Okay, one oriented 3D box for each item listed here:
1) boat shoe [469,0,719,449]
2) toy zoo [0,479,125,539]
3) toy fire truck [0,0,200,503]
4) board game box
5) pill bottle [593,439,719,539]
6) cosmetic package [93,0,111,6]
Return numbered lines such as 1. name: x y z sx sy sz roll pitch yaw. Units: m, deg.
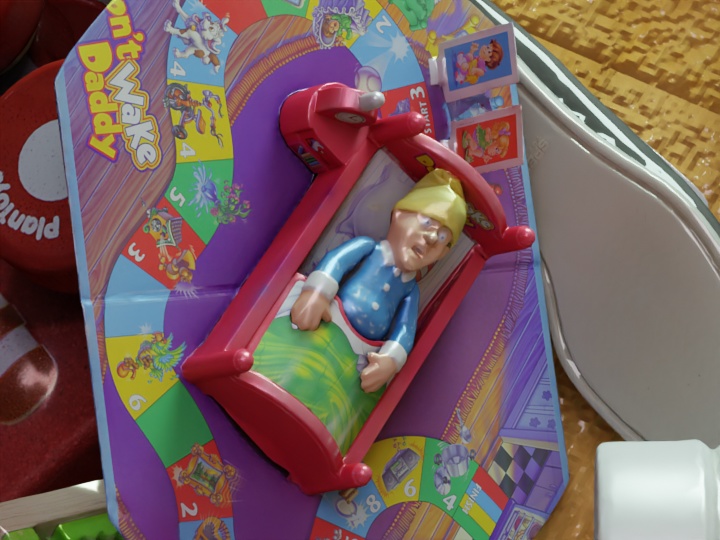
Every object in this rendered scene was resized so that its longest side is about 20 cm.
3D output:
1. boat shoe: 0.073 -0.016 0.851 0.067 0.057 0.200 -49 65 23
2. toy zoo: -0.006 0.135 0.759 0.131 0.020 0.200 -10 55 -33
3. toy fire truck: -0.127 -0.009 0.842 0.168 0.112 0.200 -41 63 2
4. board game box: 0.000 0.000 0.767 0.158 0.039 0.200 -4 85 -36
5. pill bottle: 0.163 0.090 0.749 0.200 0.114 0.114 0 60 4
6. cosmetic package: -0.088 -0.148 0.892 0.200 0.108 0.085 20 64 29
